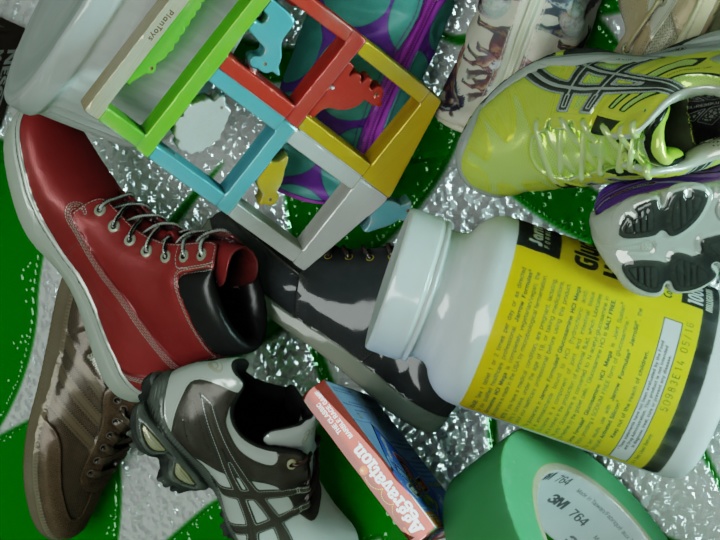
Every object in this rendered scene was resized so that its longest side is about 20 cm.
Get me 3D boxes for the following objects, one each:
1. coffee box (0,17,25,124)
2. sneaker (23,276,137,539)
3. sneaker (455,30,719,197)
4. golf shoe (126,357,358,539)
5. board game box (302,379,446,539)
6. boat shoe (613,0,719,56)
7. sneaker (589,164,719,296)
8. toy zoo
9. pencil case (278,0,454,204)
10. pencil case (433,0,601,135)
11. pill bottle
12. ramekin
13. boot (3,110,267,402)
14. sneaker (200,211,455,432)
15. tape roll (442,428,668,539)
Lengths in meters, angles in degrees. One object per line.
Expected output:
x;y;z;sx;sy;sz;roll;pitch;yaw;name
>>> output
-0.310;-0.082;1.390;0.079;0.114;0.202;26;105;19;coffee box
-0.171;0.089;1.374;0.075;0.070;0.202;13;103;20;sneaker
0.141;-0.083;1.141;0.198;0.077;0.076;-16;111;22;sneaker
-0.050;0.126;1.275;0.094;0.078;0.200;-26;129;28;golf shoe
0.018;0.115;1.226;0.019;0.200;0.103;-39;80;2;board game box
0.176;-0.148;1.191;0.065;0.072;0.201;30;113;16;boat shoe
0.225;-0.043;1.162;0.198;0.084;0.081;-4;116;-5;sneaker
-0.045;-0.089;1.199;0.199;0.020;0.132;35;100;-25;toy zoo
0.007;-0.135;1.257;0.092;0.085;0.201;43;116;46;pencil case
0.106;-0.165;1.207;0.077;0.089;0.202;24;107;17;pencil case
0.108;0.036;1.188;0.198;0.113;0.113;19;105;-3;pill bottle
-0.127;-0.168;1.259;0.094;0.203;0.203;29;111;-18;ramekin
-0.132;-0.030;1.275;0.144;0.072;0.201;-26;92;45;boot
0.000;0.000;1.295;0.199;0.075;0.107;37;99;13;sneaker
0.131;0.185;1.181;0.048;0.200;0.201;-39;81;22;tape roll
